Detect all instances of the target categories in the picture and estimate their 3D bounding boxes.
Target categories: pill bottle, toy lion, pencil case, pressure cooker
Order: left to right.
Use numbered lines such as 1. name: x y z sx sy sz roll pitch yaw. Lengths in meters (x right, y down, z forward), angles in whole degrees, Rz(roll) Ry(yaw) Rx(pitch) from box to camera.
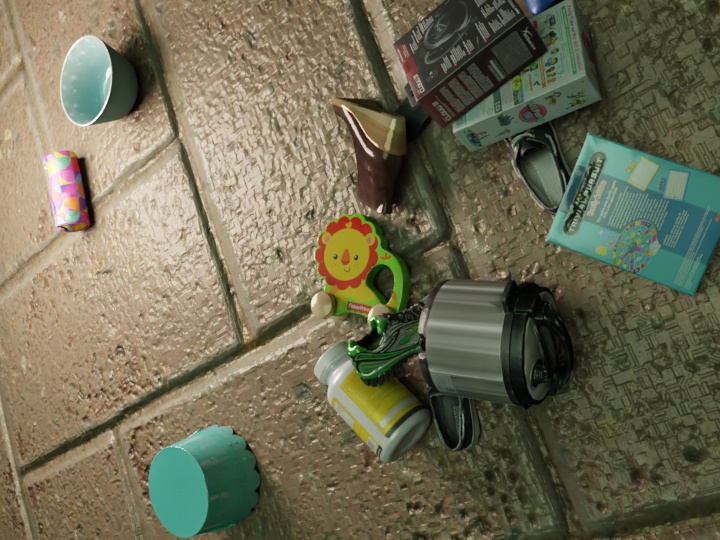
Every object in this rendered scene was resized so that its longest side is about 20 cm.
1. pencil case: -0.728 -0.196 1.636 0.088 0.088 0.202 -22 78 33
2. toy lion: 0.000 0.000 1.156 0.198 0.068 0.194 11 90 34
3. pill bottle: 0.015 0.214 1.112 0.200 0.112 0.113 42 113 26
4. pressure cooker: 0.201 0.103 0.940 0.198 0.175 0.181 2 85 35

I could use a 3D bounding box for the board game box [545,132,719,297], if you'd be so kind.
1. board game box: 0.367 -0.075 0.871 0.198 0.047 0.153 23 103 15

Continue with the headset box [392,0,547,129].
1. headset box: 0.143 -0.315 0.952 0.199 0.077 0.150 -36 46 22

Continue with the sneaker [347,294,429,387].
1. sneaker: 0.068 0.093 1.042 0.199 0.086 0.078 -39 27 -9

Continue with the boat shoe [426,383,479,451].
1. boat shoe: 0.135 0.185 1.053 0.071 0.067 0.203 -16 79 33

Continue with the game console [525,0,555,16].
1. game console: 0.308 -0.504 0.955 0.169 0.118 0.202 -17 80 2

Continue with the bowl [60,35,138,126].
1. bowl: -0.590 -0.426 1.524 0.199 0.105 0.204 1 92 34

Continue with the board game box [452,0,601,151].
1. board game box: 0.230 -0.277 0.953 0.198 0.064 0.149 -19 56 34

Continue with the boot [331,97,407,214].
1. boot: 0.002 -0.203 1.141 0.200 0.072 0.168 37 126 46

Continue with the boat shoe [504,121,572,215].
1. boat shoe: 0.254 -0.171 0.971 0.074 0.060 0.202 -30 74 33

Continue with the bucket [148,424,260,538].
1. bucket: -0.319 0.427 1.331 0.205 0.134 0.210 1 91 34

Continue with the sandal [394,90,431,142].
1. sandal: 0.113 -0.298 1.077 0.076 0.043 0.201 42 113 27
